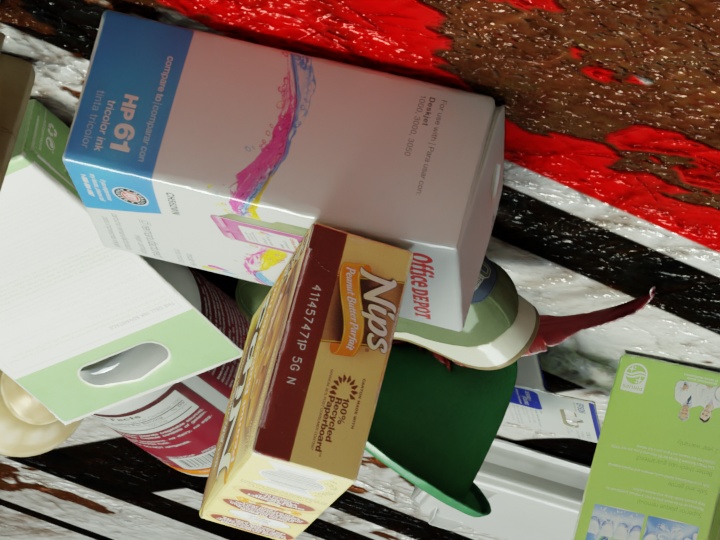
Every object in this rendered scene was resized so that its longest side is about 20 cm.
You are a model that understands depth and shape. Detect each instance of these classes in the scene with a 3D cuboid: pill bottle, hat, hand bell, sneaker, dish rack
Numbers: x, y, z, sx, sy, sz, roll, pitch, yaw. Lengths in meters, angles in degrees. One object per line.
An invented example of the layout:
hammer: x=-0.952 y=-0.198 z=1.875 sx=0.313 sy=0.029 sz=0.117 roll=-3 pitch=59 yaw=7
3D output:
pill bottle: x=-0.131 y=0.048 z=1.801 sx=0.113 sy=0.113 sz=0.200 roll=7 pitch=162 yaw=29
hat: x=0.065 y=0.032 z=1.700 sx=0.200 sy=0.176 sz=0.166 roll=38 pitch=-174 yaw=19
hand bell: x=-0.209 y=0.077 z=1.937 sx=0.104 sy=0.105 sz=0.200 roll=20 pitch=173 yaw=-17
sneaker: x=0.000 y=0.000 z=1.614 sx=0.200 sy=0.067 sz=0.090 roll=8 pitch=150 yaw=36
dish rack: x=0.121 y=0.173 z=2.119 sx=0.171 sy=0.044 sz=0.200 roll=16 pitch=166 yaw=-4

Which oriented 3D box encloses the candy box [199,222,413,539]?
candy box: x=-0.029 y=0.060 z=1.417 sx=0.055 sy=0.116 sz=0.200 roll=17 pitch=164 yaw=-7

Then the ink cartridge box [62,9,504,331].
ink cartridge box: x=-0.033 y=-0.047 z=1.426 sx=0.199 sy=0.085 sz=0.145 roll=12 pitch=164 yaw=7

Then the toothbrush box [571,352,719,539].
toothbrush box: x=0.184 y=0.171 z=1.755 sx=0.086 sy=0.201 sz=0.146 roll=10 pitch=164 yaw=18

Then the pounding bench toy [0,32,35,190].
pounding bench toy: x=-0.281 y=-0.089 z=1.448 sx=0.199 sy=0.125 sz=0.156 roll=15 pitch=165 yaw=5

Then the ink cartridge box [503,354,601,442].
ink cartridge box: x=0.058 y=0.062 z=1.809 sx=0.199 sy=0.037 sz=0.095 roll=15 pitch=164 yaw=13

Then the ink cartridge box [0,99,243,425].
ink cartridge box: x=-0.177 y=-0.001 z=1.644 sx=0.145 sy=0.048 sz=0.200 roll=-21 pitch=134 yaw=30
